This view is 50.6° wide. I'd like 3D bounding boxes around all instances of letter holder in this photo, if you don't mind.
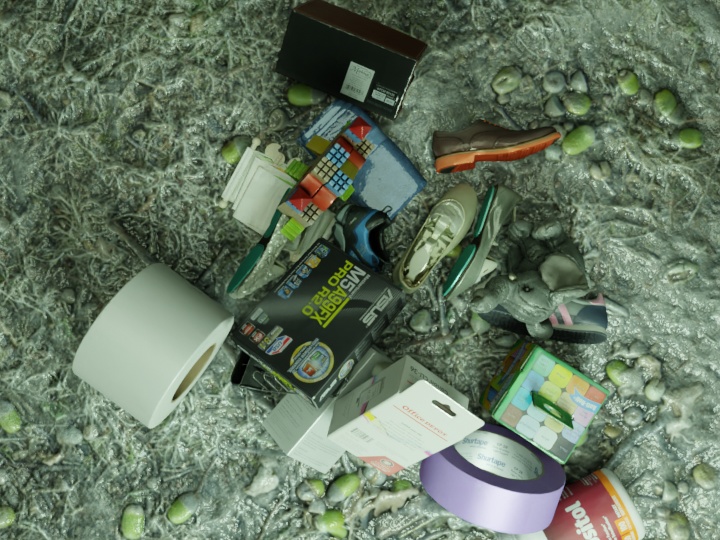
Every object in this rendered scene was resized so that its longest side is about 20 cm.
[{"bbox_3d":[-0.009,-0.334,1.187,0.199,0.142,0.101,23,121,1],"label":"letter holder"}]

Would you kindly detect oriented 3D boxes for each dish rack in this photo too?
[{"bbox_3d":[-0.086,0.113,1.121,0.199,0.055,0.154,-3,59,39],"label":"dish rack"}]

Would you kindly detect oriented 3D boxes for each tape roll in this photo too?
[{"bbox_3d":[0.188,0.291,1.098,0.199,0.200,0.066,15,105,2],"label":"tape roll"},{"bbox_3d":[-0.299,0.110,1.117,0.139,0.203,0.203,36,89,2],"label":"tape roll"}]

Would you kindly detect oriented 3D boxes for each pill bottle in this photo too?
[{"bbox_3d":[0.309,0.389,1.140,0.199,0.113,0.113,-27,88,0],"label":"pill bottle"}]

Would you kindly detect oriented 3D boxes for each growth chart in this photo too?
[{"bbox_3d":[-0.123,-0.108,1.212,0.200,0.018,0.145,37,89,2],"label":"growth chart"}]

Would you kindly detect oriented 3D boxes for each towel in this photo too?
[{"bbox_3d":[0.004,-0.172,1.197,0.112,0.049,0.200,-42,87,0],"label":"towel"}]

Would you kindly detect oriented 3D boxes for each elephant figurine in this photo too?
[{"bbox_3d":[0.249,0.030,1.082,0.155,0.200,0.142,-5,127,19],"label":"elephant figurine"}]

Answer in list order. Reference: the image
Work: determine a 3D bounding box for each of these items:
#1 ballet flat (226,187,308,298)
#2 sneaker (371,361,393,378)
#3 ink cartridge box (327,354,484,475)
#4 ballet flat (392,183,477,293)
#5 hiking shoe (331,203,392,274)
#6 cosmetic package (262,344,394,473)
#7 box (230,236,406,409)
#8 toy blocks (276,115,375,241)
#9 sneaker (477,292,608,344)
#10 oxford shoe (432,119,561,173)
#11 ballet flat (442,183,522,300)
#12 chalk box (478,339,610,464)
[{"bbox_3d":[-0.128,-0.033,1.170,0.072,0.072,0.200,31,89,2],"label":"ballet flat"},{"bbox_3d":[0.062,0.207,1.121,0.077,0.200,0.111,31,90,35],"label":"sneaker"},{"bbox_3d":[0.062,0.189,1.016,0.116,0.068,0.200,36,132,-19],"label":"ink cartridge box"},{"bbox_3d":[0.118,-0.051,1.181,0.069,0.069,0.200,33,89,2],"label":"ballet flat"},{"bbox_3d":[0.000,0.000,1.157,0.086,0.074,0.201,7,101,30],"label":"hiking shoe"},{"bbox_3d":[-0.036,0.194,1.145,0.200,0.113,0.081,-49,48,-3],"label":"cosmetic package"},{"bbox_3d":[-0.058,0.069,1.070,0.160,0.044,0.200,33,71,25],"label":"box"},{"bbox_3d":[-0.044,-0.137,1.089,0.100,0.137,0.200,40,80,-11],"label":"toy blocks"},{"bbox_3d":[0.283,0.058,1.184,0.199,0.070,0.082,11,67,2],"label":"sneaker"},{"bbox_3d":[0.210,-0.206,1.184,0.199,0.071,0.073,-11,83,1],"label":"oxford shoe"},{"bbox_3d":[0.194,-0.036,1.181,0.064,0.067,0.201,25,89,-7],"label":"ballet flat"},{"bbox_3d":[0.265,0.186,1.104,0.125,0.200,0.124,33,89,2],"label":"chalk box"}]
